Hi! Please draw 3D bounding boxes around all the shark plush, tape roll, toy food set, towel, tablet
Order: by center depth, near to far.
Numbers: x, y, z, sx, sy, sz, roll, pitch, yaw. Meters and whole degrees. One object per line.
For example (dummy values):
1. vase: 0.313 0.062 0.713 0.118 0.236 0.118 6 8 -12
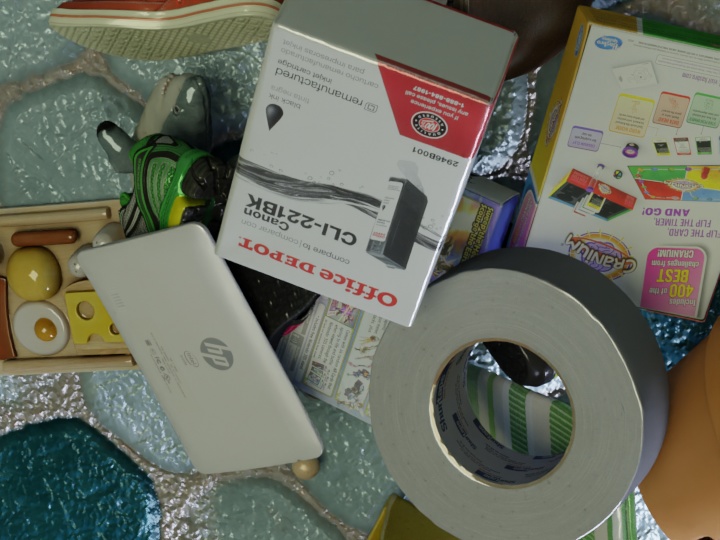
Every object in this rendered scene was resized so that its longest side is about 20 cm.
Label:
1. tape roll: 0.107 0.089 1.392 0.199 0.066 0.202 7 107 23
2. tablet: -0.117 0.061 1.481 0.130 0.014 0.201 -12 115 38
3. towel: 0.138 0.160 1.507 0.200 0.023 0.154 20 120 57
4. shark plush: -0.135 -0.050 1.539 0.083 0.091 0.202 4 104 35
5. toy food set: -0.253 0.023 1.635 0.199 0.060 0.145 -3 106 20

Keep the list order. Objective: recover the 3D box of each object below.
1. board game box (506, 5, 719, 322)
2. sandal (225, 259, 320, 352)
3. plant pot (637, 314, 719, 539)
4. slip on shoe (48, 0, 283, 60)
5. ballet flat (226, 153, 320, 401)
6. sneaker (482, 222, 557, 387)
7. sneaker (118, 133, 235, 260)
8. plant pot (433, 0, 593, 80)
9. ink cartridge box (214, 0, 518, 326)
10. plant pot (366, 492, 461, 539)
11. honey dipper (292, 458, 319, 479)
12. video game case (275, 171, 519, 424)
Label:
1. board game box: 0.199 -0.073 1.434 0.152 0.040 0.201 11 112 -12
2. sandal: -0.068 0.019 1.472 0.075 0.045 0.200 43 131 14
3. plant pot: 0.283 0.121 1.429 0.140 0.200 0.201 -30 96 40
4. slip on shoe: -0.144 -0.200 1.532 0.199 0.074 0.062 -5 71 26
5. ballet flat: -0.062 0.003 1.574 0.063 0.067 0.201 0 109 47
6. sneaker: 0.107 -0.005 1.514 0.201 0.082 0.072 59 159 9
7. sneaker: -0.138 -0.020 1.512 0.085 0.078 0.201 37 136 27
8. plant pot: 0.054 -0.198 1.386 0.186 0.200 0.188 6 109 16
9. ink cartridge box: 0.000 -0.078 1.302 0.143 0.084 0.201 20 133 2
10. plant pot: 0.064 0.331 1.561 0.199 0.196 0.195 24 120 -4
11. honey dipper: -0.092 0.081 1.614 0.038 0.038 0.201 -32 96 24
12. video game case: 0.000 0.000 1.479 0.180 0.045 0.201 26 113 17
